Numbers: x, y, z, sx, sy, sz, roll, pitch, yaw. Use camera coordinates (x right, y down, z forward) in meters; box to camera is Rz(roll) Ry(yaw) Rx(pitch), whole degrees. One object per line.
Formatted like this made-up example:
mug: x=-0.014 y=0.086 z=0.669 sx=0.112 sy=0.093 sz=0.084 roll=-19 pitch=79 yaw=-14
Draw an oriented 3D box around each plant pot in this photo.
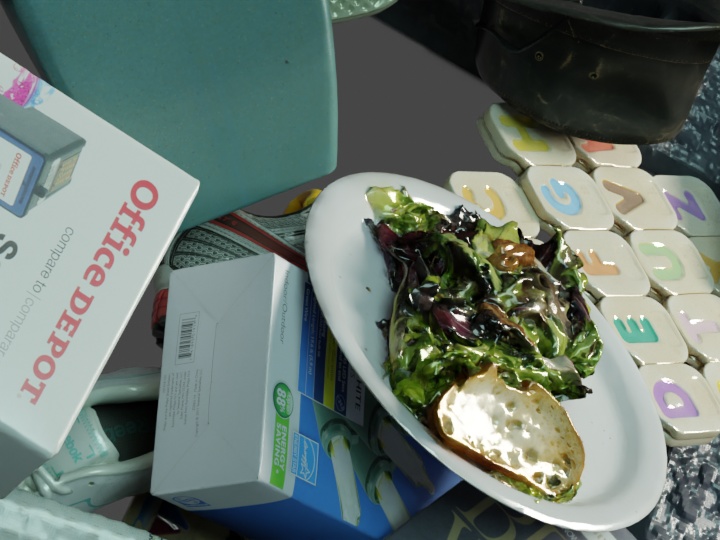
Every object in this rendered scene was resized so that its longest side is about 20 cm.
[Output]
plant pot: x=-0.089 y=-0.127 z=1.279 sx=0.141 sy=0.141 sz=0.200 roll=-22 pitch=109 yaw=-8

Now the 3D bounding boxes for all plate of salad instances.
plate of salad: x=0.062 y=0.027 z=1.257 sx=0.200 sy=0.048 sz=0.200 roll=29 pitch=32 yaw=-21

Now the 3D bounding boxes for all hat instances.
hat: x=0.116 y=-0.108 z=1.422 sx=0.201 sy=0.201 sz=0.081 roll=6 pitch=106 yaw=-25

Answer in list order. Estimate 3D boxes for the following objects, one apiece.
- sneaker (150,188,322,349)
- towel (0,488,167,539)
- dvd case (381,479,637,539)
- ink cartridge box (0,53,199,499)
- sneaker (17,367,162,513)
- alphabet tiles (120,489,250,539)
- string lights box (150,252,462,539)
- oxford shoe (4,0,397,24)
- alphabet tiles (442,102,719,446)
sneaker: x=0.000 y=0.000 z=1.356 sx=0.200 sy=0.078 sz=0.082 roll=7 pitch=70 yaw=-25
towel: x=-0.124 y=0.198 z=1.212 sx=0.200 sy=0.035 sz=0.193 roll=23 pitch=87 yaw=-16
dvd case: x=0.051 y=0.173 z=1.213 sx=0.200 sy=0.016 sz=0.149 roll=-34 pitch=73 yaw=-28
ink cartridge box: x=-0.187 y=-0.021 z=1.166 sx=0.200 sy=0.088 sz=0.145 roll=34 pitch=60 yaw=-13
sneaker: x=-0.149 y=0.084 z=1.251 sx=0.200 sy=0.080 sz=0.070 roll=-24 pitch=87 yaw=-26
alphabet tiles: x=-0.022 y=0.156 z=1.336 sx=0.200 sy=0.006 sz=0.166 roll=32 pitch=62 yaw=-14
string lights box: x=-0.008 y=0.076 z=1.279 sx=0.200 sy=0.059 sz=0.103 roll=31 pitch=56 yaw=-50
oxford shoe: x=-0.075 y=-0.140 z=1.379 sx=0.200 sy=0.058 sz=0.075 roll=-8 pitch=105 yaw=-15
alphabet tiles: x=0.133 y=-0.001 z=1.409 sx=0.196 sy=0.015 sz=0.200 roll=0 pitch=54 yaw=-43
